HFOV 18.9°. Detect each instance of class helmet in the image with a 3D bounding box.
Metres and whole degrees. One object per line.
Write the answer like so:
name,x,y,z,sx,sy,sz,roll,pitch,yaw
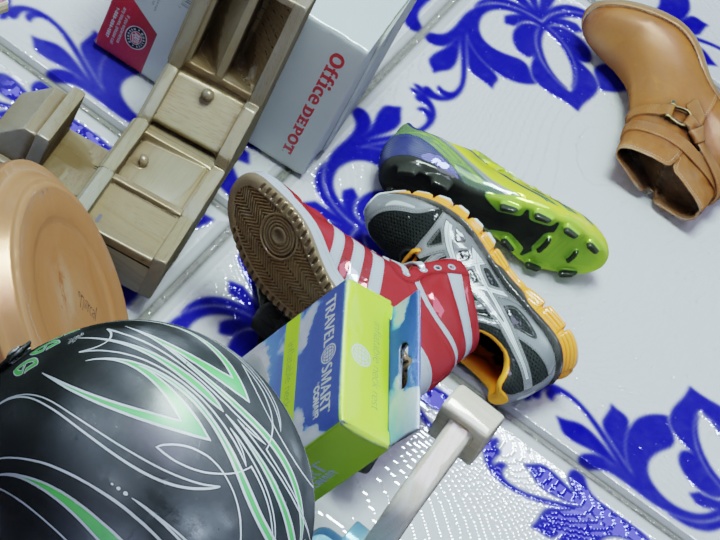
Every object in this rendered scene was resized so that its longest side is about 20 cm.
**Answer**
helmet,-0.124,0.128,1.263,0.200,0.191,0.200,3,86,-54

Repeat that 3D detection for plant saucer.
plant saucer,-0.197,0.024,1.405,0.032,0.200,0.200,-14,46,16

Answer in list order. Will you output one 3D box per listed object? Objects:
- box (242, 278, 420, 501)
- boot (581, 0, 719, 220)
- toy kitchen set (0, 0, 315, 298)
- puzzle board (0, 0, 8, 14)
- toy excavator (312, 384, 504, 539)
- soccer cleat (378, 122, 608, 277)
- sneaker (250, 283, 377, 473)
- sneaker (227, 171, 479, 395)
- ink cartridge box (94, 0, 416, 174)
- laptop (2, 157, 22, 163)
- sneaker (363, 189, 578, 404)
box,-0.043,0.095,1.398,0.048,0.200,0.122,30,41,-28
boot,0.249,-0.141,1.860,0.200,0.074,0.155,35,48,8
toy kitchen set,-0.160,-0.129,1.549,0.163,0.180,0.200,28,40,-1
puzzle board,-0.374,-0.176,1.536,0.151,0.017,0.200,17,32,39
toy excavator,0.003,0.184,1.344,0.100,0.200,0.194,38,45,6
soccer cleat,0.110,-0.061,1.718,0.200,0.065,0.084,23,42,-8
sneaker,-0.034,0.056,1.543,0.104,0.060,0.200,18,40,-15
sneaker,0.000,0.000,1.522,0.200,0.071,0.112,50,42,11
ink cartridge box,-0.074,-0.207,1.690,0.200,0.145,0.145,33,44,1
laptop,-0.356,-0.039,1.419,0.103,0.200,0.177,59,38,-25
sneaker,0.072,0.018,1.622,0.200,0.078,0.077,43,54,14
